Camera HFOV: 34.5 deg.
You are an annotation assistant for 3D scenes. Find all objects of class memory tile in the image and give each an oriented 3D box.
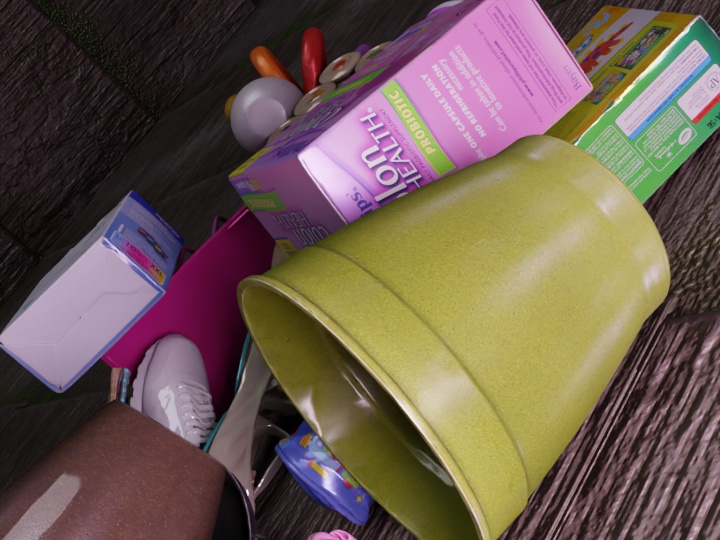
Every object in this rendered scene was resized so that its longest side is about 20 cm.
[{"bbox_3d":[-0.019,-0.150,1.071,0.153,0.017,0.200,-6,41,45],"label":"memory tile"}]

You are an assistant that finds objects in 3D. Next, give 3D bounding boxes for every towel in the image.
[{"bbox_3d":[-0.217,0.167,1.022,0.200,0.022,0.147,137,136,-73],"label":"towel"}]

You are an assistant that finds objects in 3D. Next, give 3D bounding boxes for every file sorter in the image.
[{"bbox_3d":[-0.126,0.035,1.108,0.200,0.139,0.125,-43,16,10],"label":"file sorter"}]

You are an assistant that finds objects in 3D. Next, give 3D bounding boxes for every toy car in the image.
[{"bbox_3d":[-0.036,-0.175,1.229,0.175,0.199,0.150,-73,5,-84],"label":"toy car"}]

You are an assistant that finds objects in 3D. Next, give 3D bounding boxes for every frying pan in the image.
[{"bbox_3d":[-0.087,0.179,0.823,0.190,0.031,0.115,-25,69,36],"label":"frying pan"}]

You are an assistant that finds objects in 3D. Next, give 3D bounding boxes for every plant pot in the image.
[{"bbox_3d":[-0.182,0.195,0.778,0.200,0.187,0.187,-59,21,-14],"label":"plant pot"},{"bbox_3d":[0.067,0.028,0.663,0.193,0.201,0.200,-39,16,-18],"label":"plant pot"}]

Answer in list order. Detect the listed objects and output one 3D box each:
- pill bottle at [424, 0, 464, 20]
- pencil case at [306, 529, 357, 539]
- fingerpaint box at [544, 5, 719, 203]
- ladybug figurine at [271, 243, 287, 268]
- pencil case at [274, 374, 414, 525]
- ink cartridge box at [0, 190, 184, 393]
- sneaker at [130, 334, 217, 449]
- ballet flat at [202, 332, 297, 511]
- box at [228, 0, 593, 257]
[{"bbox_3d":[0.075,-0.171,1.147,0.104,0.104,0.200,-24,29,49],"label":"pill bottle"},{"bbox_3d":[-0.065,0.233,0.660,0.200,0.087,0.083,-40,-12,17],"label":"pencil case"},{"bbox_3d":[0.162,-0.095,0.849,0.200,0.073,0.167,-46,18,3],"label":"fingerpaint box"},{"bbox_3d":[0.000,0.000,0.953,0.200,0.072,0.136,27,90,51],"label":"ladybug figurine"},{"bbox_3d":[0.031,0.073,0.780,0.200,0.078,0.087,-49,13,-9],"label":"pencil case"},{"bbox_3d":[-0.237,0.009,1.058,0.136,0.076,0.200,-42,16,10],"label":"ink cartridge box"},{"bbox_3d":[-0.148,0.142,0.983,0.080,0.076,0.201,-30,51,39],"label":"sneaker"},{"bbox_3d":[-0.083,0.120,0.952,0.069,0.069,0.200,-29,31,40],"label":"ballet flat"},{"bbox_3d":[0.029,-0.096,0.822,0.200,0.097,0.176,-42,14,-15],"label":"box"}]
